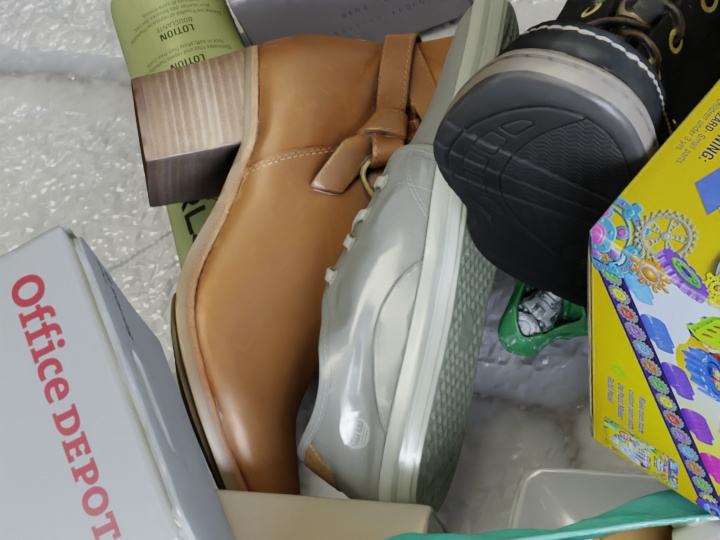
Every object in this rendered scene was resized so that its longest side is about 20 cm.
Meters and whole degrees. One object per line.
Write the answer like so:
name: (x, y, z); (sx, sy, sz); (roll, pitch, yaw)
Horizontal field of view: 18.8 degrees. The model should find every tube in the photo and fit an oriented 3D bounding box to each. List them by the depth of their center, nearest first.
tube: (-0.057, -0.046, 0.924); (0.058, 0.052, 0.201); (-43, 52, 33)

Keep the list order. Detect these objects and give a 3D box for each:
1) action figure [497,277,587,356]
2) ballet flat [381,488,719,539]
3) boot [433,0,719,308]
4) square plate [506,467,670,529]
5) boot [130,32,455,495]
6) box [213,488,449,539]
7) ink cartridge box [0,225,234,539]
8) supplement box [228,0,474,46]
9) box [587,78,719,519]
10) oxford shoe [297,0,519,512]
action figure: (0.120, -0.043, 0.821); (0.118, 0.055, 0.200); (38, 80, 12)
ballet flat: (0.080, 0.109, 0.679); (0.199, 0.068, 0.070); (-7, 8, -8)
boot: (0.090, -0.078, 0.708); (0.073, 0.200, 0.151); (24, 78, 14)
square plate: (0.130, 0.162, 0.715); (0.199, 0.028, 0.199); (2, 57, 23)
boot: (0.000, 0.000, 0.850); (0.155, 0.077, 0.201); (-9, 68, -6)
box: (-0.065, 0.133, 0.781); (0.199, 0.078, 0.095); (1, 58, 22)
ink cartridge box: (-0.149, 0.098, 0.733); (0.199, 0.088, 0.146); (-29, 53, 3)
supplement box: (-0.015, -0.191, 1.001); (0.108, 0.061, 0.201); (-20, 51, 9)
box: (0.202, 0.000, 0.643); (0.192, 0.122, 0.200); (32, 65, 24)
oxford shoe: (0.019, -0.008, 0.790); (0.058, 0.075, 0.201); (10, 77, 21)
